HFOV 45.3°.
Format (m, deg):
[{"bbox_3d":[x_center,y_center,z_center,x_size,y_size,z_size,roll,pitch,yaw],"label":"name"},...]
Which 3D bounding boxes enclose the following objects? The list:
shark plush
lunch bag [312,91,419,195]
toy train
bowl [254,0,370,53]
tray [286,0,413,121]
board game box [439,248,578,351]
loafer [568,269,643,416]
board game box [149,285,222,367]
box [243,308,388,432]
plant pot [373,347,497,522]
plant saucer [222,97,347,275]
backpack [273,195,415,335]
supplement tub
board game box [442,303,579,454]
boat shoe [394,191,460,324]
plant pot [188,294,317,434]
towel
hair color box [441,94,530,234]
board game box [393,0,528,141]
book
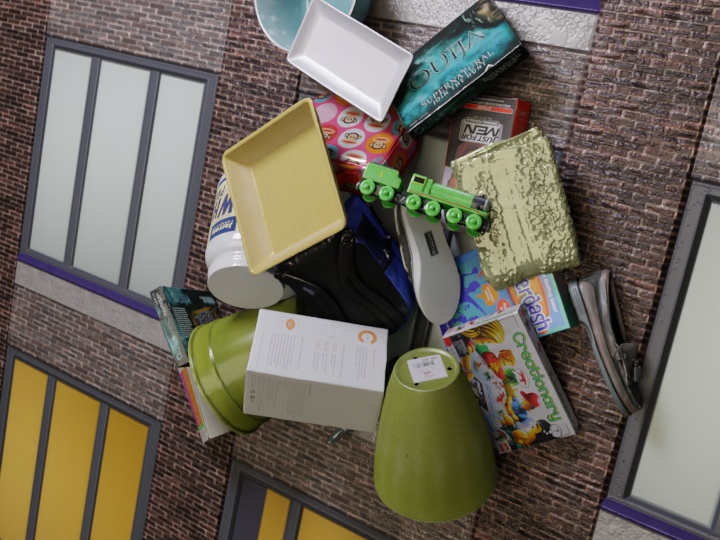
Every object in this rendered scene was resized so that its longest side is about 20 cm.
[{"bbox_3d":[0.011,0.210,1.386,0.199,0.083,0.092,-30,78,29],"label":"shark plush"},{"bbox_3d":[-0.022,-0.189,1.329,0.198,0.177,0.083,15,144,27],"label":"lunch bag"},{"bbox_3d":[0.090,-0.102,1.208,0.197,0.042,0.057,19,77,13],"label":"toy train"},{"bbox_3d":[-0.062,-0.441,1.375,0.198,0.105,0.204,2,95,30],"label":"bowl"},{"bbox_3d":[-0.015,-0.315,1.283,0.199,0.022,0.108,37,112,22],"label":"tray"},{"bbox_3d":[0.204,0.038,1.280,0.198,0.045,0.154,-22,82,30],"label":"board game box"},{"bbox_3d":[0.349,0.096,1.184,0.062,0.072,0.202,-26,78,24],"label":"loafer"},{"bbox_3d":[-0.285,0.097,1.493,0.028,0.200,0.137,-24,80,12],"label":"board game box"},{"bbox_3d":[-0.065,0.147,1.273,0.197,0.125,0.098,9,132,-2],"label":"box"},{"bbox_3d":[0.099,0.217,1.231,0.185,0.187,0.202,13,128,30],"label":"plant pot"},{"bbox_3d":[-0.104,-0.118,1.271,0.199,0.048,0.203,-25,74,35],"label":"plant saucer"},{"bbox_3d":[0.000,0.000,1.337,0.161,0.169,0.201,-27,112,33],"label":"backpack"},{"bbox_3d":[-0.174,-0.056,1.402,0.144,0.145,0.202,-20,49,30],"label":"supplement tub"},{"bbox_3d":[0.218,0.160,1.252,0.125,0.035,0.202,-23,100,30],"label":"board game box"},{"bbox_3d":[0.097,-0.021,1.283,0.064,0.070,0.203,-168,65,-69],"label":"boat shoe"},{"bbox_3d":[-0.148,0.137,1.430,0.191,0.200,0.202,-29,78,17],"label":"plant pot"},{"bbox_3d":[0.220,-0.085,1.207,0.147,0.036,0.203,-18,89,19],"label":"towel"},{"bbox_3d":[0.180,-0.154,1.273,0.100,0.061,0.203,13,101,29],"label":"hair color box"},{"bbox_3d":[0.132,-0.295,1.251,0.199,0.028,0.136,-36,48,17],"label":"board game box"},{"bbox_3d":[-0.297,0.209,1.565,0.202,0.048,0.134,69,156,8],"label":"book"}]
